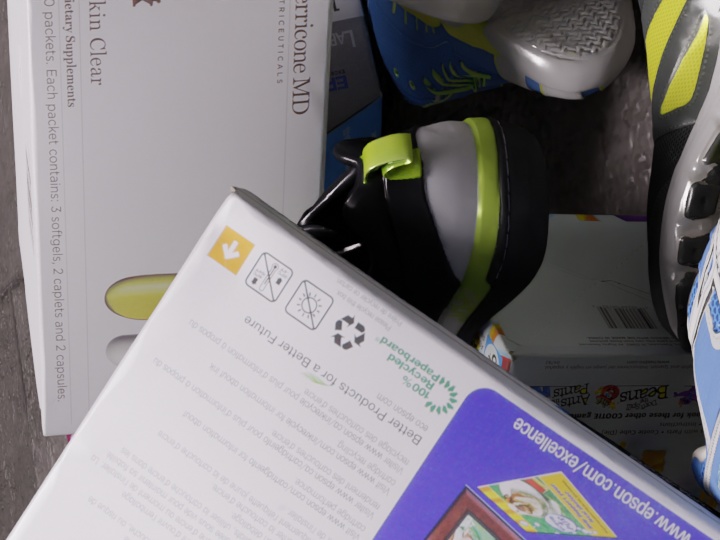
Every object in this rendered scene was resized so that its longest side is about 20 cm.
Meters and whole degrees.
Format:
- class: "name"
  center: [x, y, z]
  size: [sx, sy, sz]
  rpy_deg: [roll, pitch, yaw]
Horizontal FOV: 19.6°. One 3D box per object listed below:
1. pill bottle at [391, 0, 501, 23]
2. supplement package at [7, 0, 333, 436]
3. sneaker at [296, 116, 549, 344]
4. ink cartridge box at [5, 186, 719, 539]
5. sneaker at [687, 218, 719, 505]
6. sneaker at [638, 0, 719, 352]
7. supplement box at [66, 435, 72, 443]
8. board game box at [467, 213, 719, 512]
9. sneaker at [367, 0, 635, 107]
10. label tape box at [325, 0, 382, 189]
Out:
- class: "pill bottle"
  center: [0.057, -0.196, 0.755]
  size: [0.200, 0.108, 0.109]
  rpy_deg: [-62, 38, 26]
- class: "supplement package"
  center: [-0.080, -0.062, 0.820]
  size: [0.156, 0.110, 0.201]
  rpy_deg: [-111, 19, -55]
- class: "sneaker"
  center: [0.000, 0.000, 0.736]
  size: [0.200, 0.082, 0.072]
  rpy_deg: [118, 150, -57]
- class: "ink cartridge box"
  center: [-0.013, 0.110, 0.645]
  size: [0.200, 0.198, 0.043]
  rpy_deg: [-56, -10, 3]
- class: "sneaker"
  center: [0.124, -0.010, 0.582]
  size: [0.077, 0.075, 0.201]
  rpy_deg: [26, 115, 60]
- class: "sneaker"
  center: [0.134, -0.071, 0.725]
  size: [0.085, 0.074, 0.201]
  rpy_deg: [-147, 65, -67]
- class: "supplement box"
  center: [-0.095, 0.056, 1.156]
  size: [0.103, 0.130, 0.201]
  rpy_deg: [-56, 46, 53]
- class: "board game box"
  center: [0.073, 0.089, 0.816]
  size: [0.103, 0.104, 0.201]
  rpy_deg: [-115, 30, -56]
- class: "sneaker"
  center: [0.057, -0.105, 0.893]
  size: [0.200, 0.075, 0.105]
  rpy_deg: [-126, 21, -47]
- class: "label tape box"
  center: [-0.025, -0.083, 1.007]
  size: [0.144, 0.063, 0.201]
  rpy_deg: [90, 168, -74]
